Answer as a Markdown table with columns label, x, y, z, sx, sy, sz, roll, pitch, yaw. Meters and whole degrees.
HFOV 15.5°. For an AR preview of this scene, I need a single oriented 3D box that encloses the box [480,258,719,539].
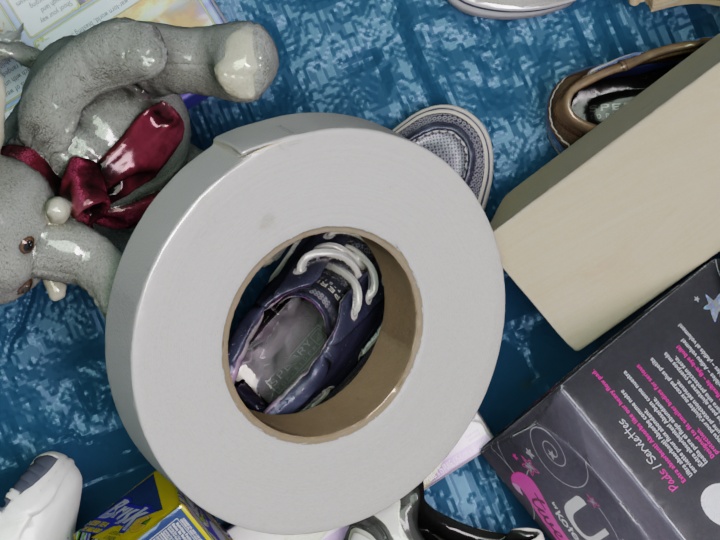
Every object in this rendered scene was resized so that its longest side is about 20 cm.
| label | x | y | z | sx | sy | sz | roll | pitch | yaw |
| --- | --- | --- | --- | --- | --- | --- | --- | --- | --- |
| box | 0.174 | 0.120 | 1.288 | 0.115 | 0.132 | 0.200 | -35 | 84 | -24 |

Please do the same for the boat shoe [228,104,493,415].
| label | x | y | z | sx | sy | sz | roll | pitch | yaw |
| --- | --- | --- | --- | --- | --- | --- | --- | --- | --- |
| boat shoe | 0.000 | 0.000 | 1.337 | 0.074 | 0.093 | 0.201 | 33 | 89 | 5 |

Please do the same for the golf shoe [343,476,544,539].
| label | x | y | z | sx | sy | sz | roll | pitch | yaw |
| --- | --- | --- | --- | --- | --- | --- | --- | --- | --- |
| golf shoe | 0.080 | 0.179 | 1.314 | 0.199 | 0.073 | 0.092 | 30 | 113 | -4 |

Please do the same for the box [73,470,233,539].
| label | x | y | z | sx | sy | sz | roll | pitch | yaw |
| --- | --- | --- | --- | --- | --- | --- | --- | --- | --- |
| box | -0.057 | 0.196 | 1.308 | 0.064 | 0.070 | 0.200 | -36 | 107 | 1 |

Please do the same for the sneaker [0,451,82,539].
| label | x | y | z | sx | sy | sz | roll | pitch | yaw |
| --- | --- | --- | --- | --- | --- | --- | --- | --- | --- |
| sneaker | -0.140 | 0.201 | 1.341 | 0.129 | 0.079 | 0.200 | 17 | 88 | 3 |

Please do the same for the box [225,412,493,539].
| label | x | y | z | sx | sy | sz | roll | pitch | yaw |
| --- | --- | --- | --- | --- | --- | --- | --- | --- | --- |
| box | -0.022 | 0.125 | 1.357 | 0.199 | 0.041 | 0.039 | -33 | 87 | 2 |

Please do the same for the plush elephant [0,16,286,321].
| label | x | y | z | sx | sy | sz | roll | pitch | yaw |
| --- | --- | --- | --- | --- | --- | --- | --- | --- | --- |
| plush elephant | -0.142 | -0.038 | 1.269 | 0.199 | 0.165 | 0.155 | 18 | 55 | 7 |

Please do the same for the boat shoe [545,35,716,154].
| label | x | y | z | sx | sy | sz | roll | pitch | yaw |
| --- | --- | --- | --- | --- | --- | --- | --- | --- | --- |
| boat shoe | 0.194 | -0.086 | 1.341 | 0.199 | 0.072 | 0.073 | -12 | 86 | 3 |

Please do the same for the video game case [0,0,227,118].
| label | x | y | z | sx | sy | sz | roll | pitch | yaw |
| --- | --- | --- | --- | --- | --- | --- | --- | --- | --- |
| video game case | -0.186 | -0.131 | 1.379 | 0.199 | 0.045 | 0.182 | -32 | 86 | 1 |

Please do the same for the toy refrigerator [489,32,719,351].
| label | x | y | z | sx | sy | sz | roll | pitch | yaw |
| --- | --- | --- | --- | --- | --- | --- | --- | --- | --- |
| toy refrigerator | 0.161 | -0.054 | 1.282 | 0.200 | 0.070 | 0.076 | -38 | 99 | 25 |

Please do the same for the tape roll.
| label | x | y | z | sx | sy | sz | roll | pitch | yaw |
| --- | --- | --- | --- | --- | --- | --- | --- | --- | --- |
| tape roll | -0.025 | 0.025 | 1.254 | 0.202 | 0.037 | 0.204 | -9 | 109 | -26 |

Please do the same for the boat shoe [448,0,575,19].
| label | x | y | z | sx | sy | sz | roll | pitch | yaw |
| --- | --- | --- | --- | --- | --- | --- | --- | --- | --- |
| boat shoe | 0.134 | -0.181 | 1.352 | 0.199 | 0.070 | 0.071 | -14 | 86 | 2 |

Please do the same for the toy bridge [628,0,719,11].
| label | x | y | z | sx | sy | sz | roll | pitch | yaw |
| --- | --- | --- | --- | --- | --- | --- | --- | --- | --- |
| toy bridge | 0.230 | -0.163 | 1.344 | 0.199 | 0.067 | 0.027 | -16 | 52 | -9 |
